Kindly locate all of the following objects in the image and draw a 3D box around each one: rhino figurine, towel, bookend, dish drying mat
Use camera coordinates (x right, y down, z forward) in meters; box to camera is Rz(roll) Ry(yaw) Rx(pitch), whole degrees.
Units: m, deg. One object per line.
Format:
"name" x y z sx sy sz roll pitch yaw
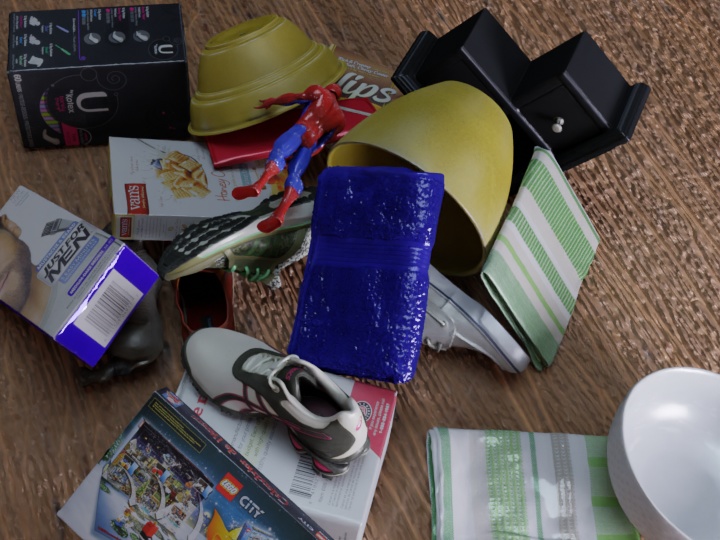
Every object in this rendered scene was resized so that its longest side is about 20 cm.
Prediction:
"rhino figurine" -0.247 0.024 1.103 0.086 0.060 0.202 -6 52 -5
"towel" 0.193 -0.016 1.139 0.023 0.153 0.201 -7 41 39
"towel" 0.000 0.000 1.016 0.146 0.049 0.204 2 81 38
"bookend" 0.175 -0.204 1.181 0.199 0.199 0.093 45 52 -19
"dish drying mat" -0.076 -0.159 1.208 0.197 0.018 0.077 -13 40 -12
"towel" 0.164 0.216 1.017 0.196 0.031 0.151 2 54 -4

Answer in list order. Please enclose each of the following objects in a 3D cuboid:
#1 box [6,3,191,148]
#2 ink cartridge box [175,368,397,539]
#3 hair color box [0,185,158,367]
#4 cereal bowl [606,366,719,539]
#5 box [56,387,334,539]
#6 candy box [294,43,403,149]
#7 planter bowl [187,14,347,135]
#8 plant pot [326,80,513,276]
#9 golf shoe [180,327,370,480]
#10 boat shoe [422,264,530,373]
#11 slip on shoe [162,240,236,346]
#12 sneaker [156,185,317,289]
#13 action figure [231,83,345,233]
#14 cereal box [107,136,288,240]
"box" -0.299 -0.226 1.245 0.196 0.123 0.107 -6 53 -10
"ink cartridge box" -0.079 0.166 0.997 0.197 0.084 0.147 15 52 6
"hair color box" -0.300 0.001 1.051 0.199 0.065 0.110 24 73 41
"cereal bowl" 0.317 0.196 1.005 0.197 0.084 0.202 9 51 -12
"box" -0.138 0.218 0.907 0.199 0.038 0.137 41 93 5
"candy box" 0.022 -0.185 1.289 0.198 0.056 0.116 25 55 14
"planter bowl" -0.121 -0.235 1.217 0.198 0.084 0.201 -19 23 8
"plant pot" 0.084 -0.113 1.134 0.198 0.201 0.143 31 68 17
"golf shoe" -0.074 0.095 0.944 0.198 0.089 0.077 29 55 18
"boat shoe" 0.085 0.051 1.119 0.199 0.071 0.070 41 86 18
"slip on shoe" -0.167 0.009 1.121 0.073 0.062 0.202 -8 52 -9
"sneaker" -0.107 -0.015 1.085 0.198 0.090 0.077 -22 22 -22
"action figure" -0.081 -0.122 1.085 0.098 0.066 0.201 -11 36 40
"cereal box" -0.174 -0.088 1.170 0.197 0.040 0.145 1 40 -18
